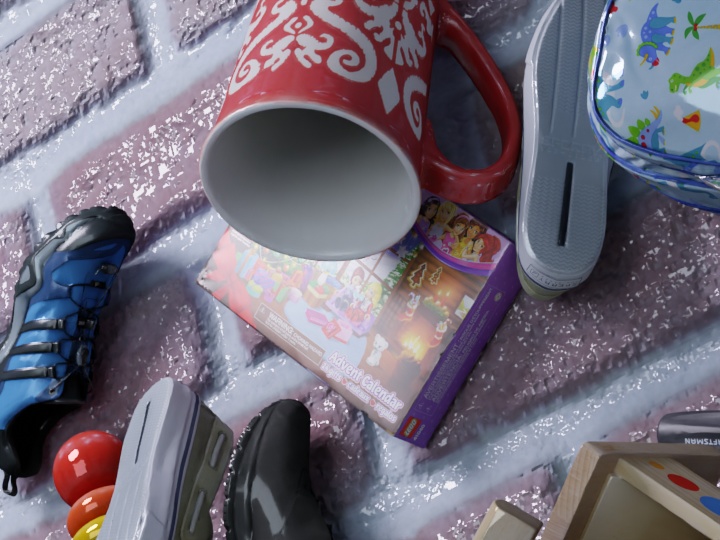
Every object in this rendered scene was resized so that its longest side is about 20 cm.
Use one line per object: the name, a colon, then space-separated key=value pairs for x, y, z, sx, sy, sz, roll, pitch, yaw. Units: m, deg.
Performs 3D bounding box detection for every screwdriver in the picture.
screwdriver: x=0.248 y=0.094 z=1.254 sx=0.199 sy=0.028 sz=0.029 roll=4 pitch=78 yaw=38

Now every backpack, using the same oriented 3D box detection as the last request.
backpack: x=0.222 y=-0.101 z=1.279 sx=0.199 sy=0.153 sz=0.165 roll=7 pitch=86 yaw=49

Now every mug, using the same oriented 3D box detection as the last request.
mug: x=0.001 y=-0.114 z=1.426 sx=0.133 sy=0.177 sz=0.201 roll=-36 pitch=32 yaw=41

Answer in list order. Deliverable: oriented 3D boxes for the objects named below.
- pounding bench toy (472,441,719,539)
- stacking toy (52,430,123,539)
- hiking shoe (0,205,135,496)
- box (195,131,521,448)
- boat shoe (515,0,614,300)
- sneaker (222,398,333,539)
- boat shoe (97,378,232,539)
pounding bench toy: x=0.158 y=0.178 z=1.174 sx=0.156 sy=0.199 sz=0.125 roll=34 pitch=107 yaw=38
stacking toy: x=-0.151 y=0.187 z=1.483 sx=0.085 sy=0.085 sz=0.201 roll=-36 pitch=54 yaw=21
hiking shoe: x=-0.199 y=0.050 z=1.569 sx=0.087 sy=0.074 sz=0.201 roll=45 pitch=113 yaw=28
box: x=0.000 y=0.000 z=1.454 sx=0.200 sy=0.039 sz=0.138 roll=35 pitch=96 yaw=37
boat shoe: x=0.120 y=-0.079 z=1.378 sx=0.062 sy=0.071 sz=0.202 roll=126 pitch=159 yaw=-67
sneaker: x=-0.040 y=0.177 z=1.416 sx=0.090 sy=0.076 sz=0.202 roll=1 pitch=70 yaw=13
boat shoe: x=-0.118 y=0.154 z=1.420 sx=0.072 sy=0.062 sz=0.201 roll=-41 pitch=27 yaw=43
